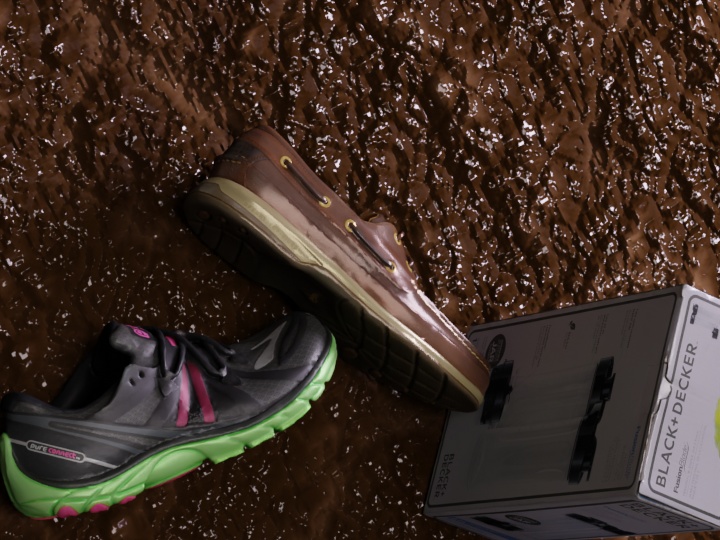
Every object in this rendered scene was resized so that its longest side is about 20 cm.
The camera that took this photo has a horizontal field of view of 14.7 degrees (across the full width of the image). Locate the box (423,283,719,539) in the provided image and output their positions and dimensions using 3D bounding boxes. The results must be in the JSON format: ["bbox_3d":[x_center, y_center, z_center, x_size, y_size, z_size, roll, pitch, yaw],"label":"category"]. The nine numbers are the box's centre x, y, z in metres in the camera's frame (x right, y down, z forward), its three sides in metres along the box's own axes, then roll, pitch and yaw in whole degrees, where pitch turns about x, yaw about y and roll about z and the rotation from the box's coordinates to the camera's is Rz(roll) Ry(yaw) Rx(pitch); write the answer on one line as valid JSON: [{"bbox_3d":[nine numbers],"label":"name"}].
[{"bbox_3d":[0.122,0.081,1.473,0.060,0.200,0.117,23,70,-26],"label":"box"}]

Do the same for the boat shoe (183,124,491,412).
[{"bbox_3d":[-0.001,0.000,1.485,0.200,0.072,0.068,40,66,-18],"label":"boat shoe"}]

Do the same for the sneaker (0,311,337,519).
[{"bbox_3d":[-0.095,0.059,1.416,0.200,0.077,0.084,-24,99,-33],"label":"sneaker"}]
